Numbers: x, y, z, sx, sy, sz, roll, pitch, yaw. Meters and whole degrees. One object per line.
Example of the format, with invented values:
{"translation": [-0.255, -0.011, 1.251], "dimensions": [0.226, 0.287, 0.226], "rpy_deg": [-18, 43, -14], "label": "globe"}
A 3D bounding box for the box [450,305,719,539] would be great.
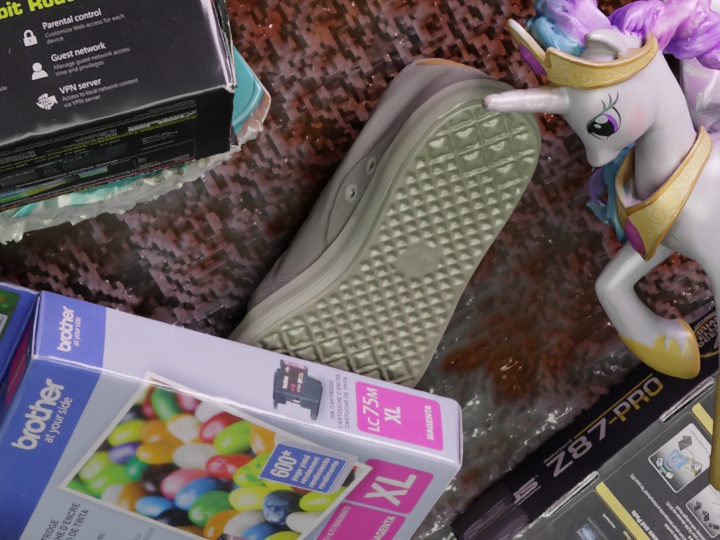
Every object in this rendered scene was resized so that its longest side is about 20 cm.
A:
{"translation": [0.160, 0.131, 0.936], "dimensions": [0.161, 0.049, 0.200], "rpy_deg": [-41, 113, 1], "label": "box"}

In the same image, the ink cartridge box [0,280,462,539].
{"translation": [-0.076, 0.074, 0.842], "dimensions": [0.200, 0.042, 0.119], "rpy_deg": [18, 131, -16], "label": "ink cartridge box"}

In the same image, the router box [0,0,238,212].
{"translation": [-0.139, -0.050, 0.694], "dimensions": [0.200, 0.150, 0.062], "rpy_deg": [-15, 86, -5], "label": "router box"}

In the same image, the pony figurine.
{"translation": [0.154, -0.047, 0.804], "dimensions": [0.193, 0.167, 0.200], "rpy_deg": [-33, 119, -8], "label": "pony figurine"}

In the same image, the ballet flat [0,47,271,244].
{"translation": [-0.131, -0.040, 0.803], "dimensions": [0.200, 0.072, 0.072], "rpy_deg": [-17, 112, -5], "label": "ballet flat"}

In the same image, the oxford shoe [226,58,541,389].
{"translation": [0.000, 0.000, 0.852], "dimensions": [0.075, 0.058, 0.200], "rpy_deg": [20, 119, -27], "label": "oxford shoe"}
